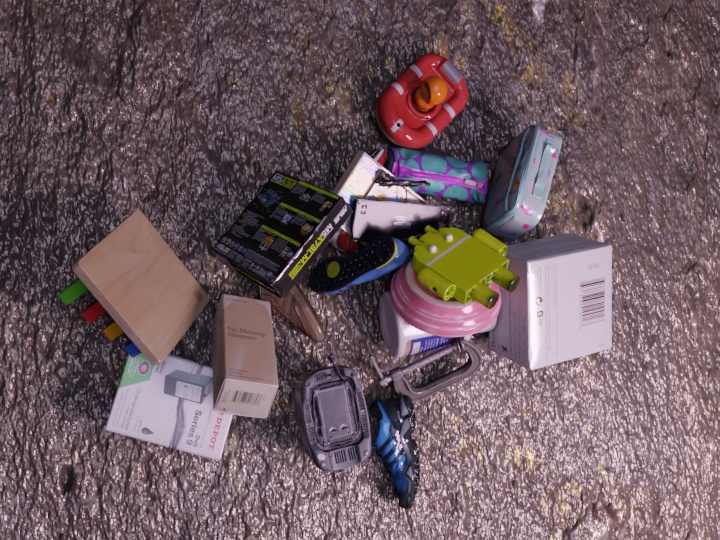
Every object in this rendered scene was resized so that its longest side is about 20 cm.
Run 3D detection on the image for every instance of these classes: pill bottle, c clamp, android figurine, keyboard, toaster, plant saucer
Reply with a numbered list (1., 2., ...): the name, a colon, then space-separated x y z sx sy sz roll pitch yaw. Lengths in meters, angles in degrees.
1. pill bottle: 0.142 0.082 1.480 0.196 0.120 0.122 -9 86 -15
2. c clamp: 0.125 0.174 1.451 0.197 0.172 0.027 -22 45 -3
3. android figurine: 0.171 -0.014 1.393 0.181 0.042 0.199 -31 54 -33
4. keyboard: 0.076 -0.110 1.452 0.196 0.021 0.130 2 107 -25
5. toaster: -0.055 0.244 1.407 0.111 0.129 0.204 -12 88 -15
6. plant saucer: 0.150 0.028 1.412 0.196 0.052 0.203 2 41 -2

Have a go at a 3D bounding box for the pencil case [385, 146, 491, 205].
1. pencil case: 0.143 -0.178 1.522 0.196 0.092 0.087 7 99 -12

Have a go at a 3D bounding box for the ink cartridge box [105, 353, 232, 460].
1. ink cartridge box: -0.311 0.221 1.368 0.196 0.084 0.149 18 80 -12

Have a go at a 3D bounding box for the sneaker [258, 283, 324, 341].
1. sneaker: -0.140 0.052 1.449 0.075 0.070 0.202 -33 87 2

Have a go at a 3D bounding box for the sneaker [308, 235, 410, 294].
1. sneaker: 0.000 0.000 1.453 0.197 0.078 0.067 -23 65 26

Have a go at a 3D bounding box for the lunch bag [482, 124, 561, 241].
1. lunch bag: 0.302 -0.168 1.519 0.076 0.160 0.204 20 71 -10

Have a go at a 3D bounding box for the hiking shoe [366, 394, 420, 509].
1. hiking shoe: 0.061 0.329 1.469 0.085 0.074 0.205 -5 86 11

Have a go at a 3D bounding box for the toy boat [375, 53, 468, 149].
1. toy boat: 0.122 -0.322 1.511 0.131 0.131 0.200 46 76 -5

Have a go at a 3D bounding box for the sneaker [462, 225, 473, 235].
1. sneaker: 0.221 -0.041 1.538 0.196 0.067 0.092 -11 92 -12

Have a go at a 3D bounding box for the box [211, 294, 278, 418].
1. box: -0.195 0.139 1.347 0.093 0.079 0.202 10 37 -20

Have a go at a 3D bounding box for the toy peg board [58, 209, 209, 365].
1. toy peg board: -0.378 0.040 1.337 0.097 0.201 0.200 -29 107 27

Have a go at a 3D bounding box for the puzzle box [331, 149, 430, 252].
1. puzzle box: 0.037 -0.106 1.461 0.199 0.025 0.134 33 91 -30

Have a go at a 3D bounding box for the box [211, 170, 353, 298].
1. box: -0.138 -0.068 1.393 0.194 0.198 0.048 -51 134 -15

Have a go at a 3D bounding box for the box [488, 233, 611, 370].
1. box: 0.348 0.052 1.491 0.196 0.130 0.203 -11 105 -24

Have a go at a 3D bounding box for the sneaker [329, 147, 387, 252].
1. sneaker: 0.005 -0.129 1.500 0.084 0.077 0.203 27 88 -21
